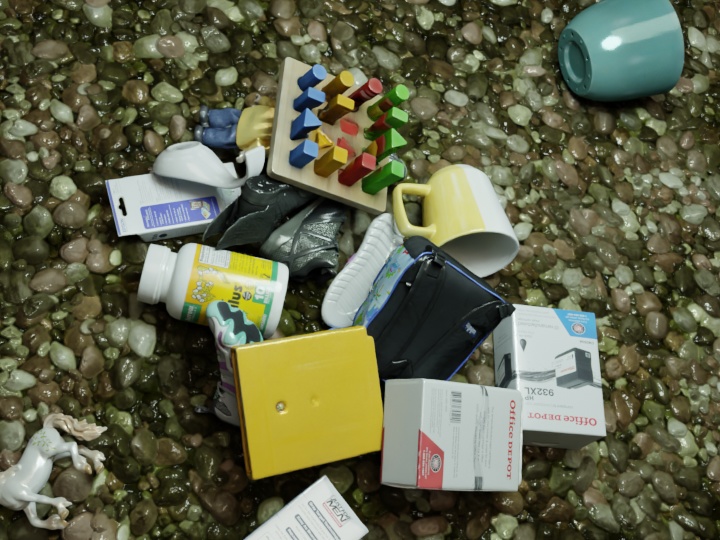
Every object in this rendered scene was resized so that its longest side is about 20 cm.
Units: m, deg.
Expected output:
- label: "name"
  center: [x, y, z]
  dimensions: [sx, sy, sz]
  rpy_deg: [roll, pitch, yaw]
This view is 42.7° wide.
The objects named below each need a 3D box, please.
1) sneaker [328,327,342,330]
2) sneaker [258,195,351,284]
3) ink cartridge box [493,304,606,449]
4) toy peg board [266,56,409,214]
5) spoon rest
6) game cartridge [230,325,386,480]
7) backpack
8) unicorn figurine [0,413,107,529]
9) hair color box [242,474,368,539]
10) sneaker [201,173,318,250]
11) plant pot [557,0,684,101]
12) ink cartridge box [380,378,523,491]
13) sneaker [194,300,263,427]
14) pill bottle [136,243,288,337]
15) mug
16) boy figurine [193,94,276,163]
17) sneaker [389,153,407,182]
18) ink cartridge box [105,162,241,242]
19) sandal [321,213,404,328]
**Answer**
- label: "sneaker"
  center: [-0.044, 0.167, 1.331]
  dimensions: [0.070, 0.078, 0.200]
  rpy_deg: [16, 64, -9]
- label: "sneaker"
  center: [-0.050, -0.053, 1.431]
  dimensions: [0.114, 0.076, 0.199]
  rpy_deg: [46, 66, 5]
- label: "ink cartridge box"
  center: [0.289, 0.164, 1.425]
  dimensions: [0.145, 0.084, 0.200]
  rpy_deg: [7, 65, -14]
- label: "toy peg board"
  center: [-0.020, -0.215, 1.376]
  dimensions: [0.199, 0.098, 0.200]
  rpy_deg: [18, 64, -29]
- label: "spoon rest"
  center: [-0.226, -0.156, 1.374]
  dimensions: [0.099, 0.200, 0.061]
  rpy_deg: [-33, 122, -46]
- label: "game cartridge"
  center: [-0.067, 0.174, 1.241]
  dimensions: [0.200, 0.032, 0.177]
  rpy_deg: [-7, 91, -26]
- label: "backpack"
  center: [0.088, 0.070, 1.358]
  dimensions: [0.183, 0.147, 0.200]
  rpy_deg: [34, 98, -19]
- label: "unicorn figurine"
  center: [-0.425, 0.270, 1.188]
  dimensions: [0.137, 0.074, 0.200]
  rpy_deg: [25, 48, 6]
- label: "hair color box"
  center: [-0.098, 0.377, 1.232]
  dimensions: [0.200, 0.061, 0.100]
  rpy_deg: [-35, 80, -26]
- label: "sneaker"
  center: [-0.141, -0.089, 1.367]
  dimensions: [0.060, 0.104, 0.200]
  rpy_deg: [38, 27, 22]
- label: "plant pot"
  center: [0.456, -0.398, 1.667]
  dimensions: [0.161, 0.201, 0.201]
  rpy_deg: [-17, 72, -10]
- label: "ink cartridge box"
  center: [0.130, 0.233, 1.295]
  dimensions: [0.200, 0.083, 0.147]
  rpy_deg: [13, 76, -38]
- label: "sneaker"
  center: [-0.185, 0.150, 1.279]
  dimensions: [0.200, 0.140, 0.078]
  rpy_deg: [55, 22, -4]
- label: "pill bottle"
  center: [-0.213, 0.024, 1.326]
  dimensions: [0.200, 0.113, 0.113]
  rpy_deg: [14, 64, -11]
- label: "mug"
  center: [0.154, -0.091, 1.459]
  dimensions: [0.149, 0.187, 0.153]
  rpy_deg: [-23, 58, 22]
- label: "boy figurine"
  center: [-0.156, -0.223, 1.445]
  dimensions: [0.200, 0.064, 0.124]
  rpy_deg: [3, 64, 6]
- label: "sneaker"
  center: [-0.025, -0.166, 1.492]
  dimensions: [0.200, 0.075, 0.079]
  rpy_deg: [14, 66, 0]
- label: "ink cartridge box"
  center: [-0.280, -0.103, 1.405]
  dimensions: [0.200, 0.039, 0.100]
  rpy_deg: [-9, 69, -21]
- label: "sandal"
  center: [0.006, 0.005, 1.434]
  dimensions: [0.082, 0.050, 0.203]
  rpy_deg: [38, 76, -20]
